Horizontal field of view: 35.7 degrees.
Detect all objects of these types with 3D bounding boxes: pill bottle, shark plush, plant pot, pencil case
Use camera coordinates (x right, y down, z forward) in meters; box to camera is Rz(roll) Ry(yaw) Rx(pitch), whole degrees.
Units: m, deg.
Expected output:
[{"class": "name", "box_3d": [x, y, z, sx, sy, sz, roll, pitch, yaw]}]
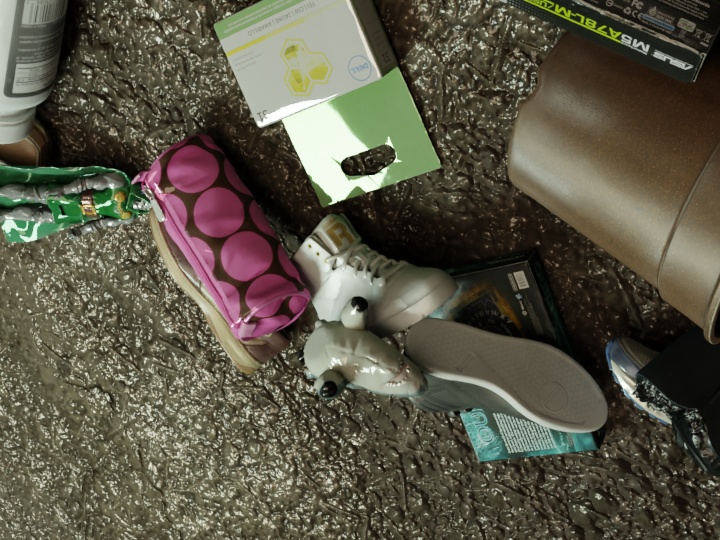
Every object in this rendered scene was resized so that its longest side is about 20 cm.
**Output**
[{"class": "pill bottle", "box_3d": [-0.351, -0.231, 1.104, 0.110, 0.111, 0.202, 29, 125, 10]}, {"class": "shark plush", "box_3d": [-0.013, 0.093, 1.033, 0.082, 0.092, 0.199, 23, 159, -19]}, {"class": "plant pot", "box_3d": [0.227, -0.083, 0.830, 0.197, 0.199, 0.203, 32, 127, 25]}, {"class": "pencil case", "box_3d": [-0.134, -0.028, 1.084, 0.201, 0.093, 0.091, 54, 132, 12]}]

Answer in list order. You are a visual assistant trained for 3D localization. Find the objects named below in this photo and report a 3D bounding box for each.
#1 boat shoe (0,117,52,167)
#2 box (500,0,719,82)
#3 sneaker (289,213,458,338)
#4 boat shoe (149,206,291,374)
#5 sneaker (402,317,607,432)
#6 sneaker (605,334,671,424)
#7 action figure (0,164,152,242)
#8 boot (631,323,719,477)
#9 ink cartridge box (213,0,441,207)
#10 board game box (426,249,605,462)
[{"class": "boat shoe", "box_3d": [-0.428, -0.151, 1.209, 0.197, 0.074, 0.077, 23, 124, 15]}, {"class": "box", "box_3d": [0.183, -0.255, 0.777, 0.198, 0.195, 0.048, 26, 164, 12]}, {"class": "sneaker", "box_3d": [0.000, 0.000, 1.043, 0.199, 0.073, 0.117, -16, 106, 55]}, {"class": "boat shoe", "box_3d": [-0.142, 0.006, 1.158, 0.071, 0.072, 0.202, -31, 93, 13]}, {"class": "sneaker", "box_3d": [0.125, 0.106, 1.034, 0.197, 0.072, 0.099, 20, 155, -4]}, {"class": "sneaker", "box_3d": [0.310, 0.098, 0.970, 0.198, 0.077, 0.086, 28, 116, 3]}, {"class": "action figure", "box_3d": [-0.306, -0.073, 1.183, 0.196, 0.055, 0.119, -3, 136, 10]}, {"class": "boot", "box_3d": [0.335, 0.104, 0.885, 0.200, 0.076, 0.168, 43, 83, 12]}, {"class": "ink cartridge box", "box_3d": [-0.030, -0.159, 1.016, 0.144, 0.048, 0.203, -15, 105, 32]}, {"class": "board game box", "box_3d": [0.139, 0.087, 1.069, 0.134, 0.028, 0.203, -12, 110, 34]}]
